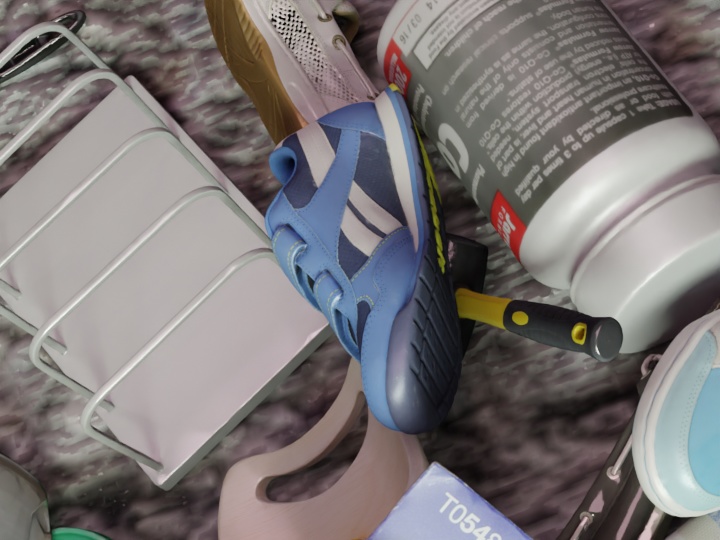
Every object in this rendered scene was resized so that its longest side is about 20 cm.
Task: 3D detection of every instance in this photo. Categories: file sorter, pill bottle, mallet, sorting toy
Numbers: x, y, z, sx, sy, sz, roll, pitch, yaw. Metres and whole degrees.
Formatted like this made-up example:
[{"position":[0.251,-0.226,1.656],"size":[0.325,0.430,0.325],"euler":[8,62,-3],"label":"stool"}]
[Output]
[{"position":[-0.133,-0.014,1.026],"size":[0.139,0.125,0.200],"euler":[-43,64,0],"label":"file sorter"},{"position":[0.105,-0.064,0.968],"size":[0.114,0.114,0.200],"euler":[-36,65,4],"label":"pill bottle"},{"position":[0.072,0.011,0.927],"size":[0.041,0.200,0.066],"euler":[12,84,-22],"label":"mallet"},{"position":[-0.009,0.140,0.940],"size":[0.200,0.107,0.180],"euler":[-44,48,33],"label":"sorting toy"}]

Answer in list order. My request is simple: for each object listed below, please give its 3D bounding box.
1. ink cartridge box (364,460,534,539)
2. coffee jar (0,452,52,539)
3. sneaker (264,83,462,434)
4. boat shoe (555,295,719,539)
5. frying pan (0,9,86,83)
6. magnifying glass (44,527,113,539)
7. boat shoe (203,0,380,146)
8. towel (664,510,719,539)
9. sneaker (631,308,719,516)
[{"position":[0.040,0.215,0.795],"size":[0.200,0.041,0.200],"euler":[39,93,-4],"label":"ink cartridge box"},{"position":[-0.270,0.140,1.023],"size":[0.200,0.104,0.085],"euler":[-6,63,24],"label":"coffee jar"},{"position":[0.000,0.000,0.925],"size":[0.082,0.074,0.200],"euler":[-13,45,7],"label":"sneaker"},{"position":[0.133,0.089,0.935],"size":[0.057,0.067,0.200],"euler":[24,85,19],"label":"boat shoe"},{"position":[-0.247,-0.082,1.141],"size":[0.190,0.031,0.115],"euler":[-14,70,17],"label":"frying pan"},{"position":[-0.110,0.206,1.002],"size":[0.200,0.022,0.080],"euler":[35,86,24],"label":"magnifying glass"},{"position":[-0.034,-0.128,1.068],"size":[0.069,0.071,0.200],"euler":[-17,57,-16],"label":"boat shoe"},{"position":[0.233,0.139,0.881],"size":[0.200,0.024,0.147],"euler":[-35,63,-15],"label":"towel"},{"position":[0.216,0.036,0.854],"size":[0.200,0.131,0.080],"euler":[-38,102,-25],"label":"sneaker"}]
